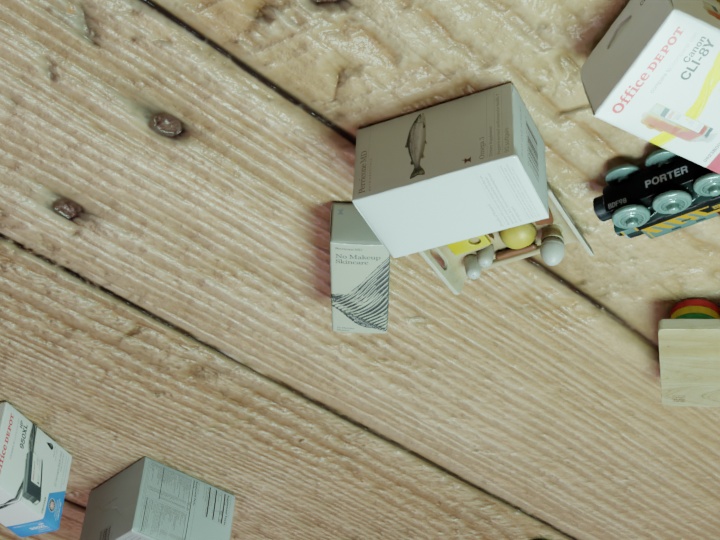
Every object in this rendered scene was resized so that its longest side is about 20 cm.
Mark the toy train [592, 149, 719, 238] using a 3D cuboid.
[{"bbox_3d":[0.380,-0.093,1.458,0.199,0.086,0.114,-22,145,30],"label":"toy train"}]

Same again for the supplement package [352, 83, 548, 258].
[{"bbox_3d":[0.104,-0.113,1.420,0.199,0.117,0.117,-15,140,22],"label":"supplement package"}]

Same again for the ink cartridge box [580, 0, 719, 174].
[{"bbox_3d":[0.354,-0.200,1.289,0.199,0.084,0.145,20,126,-20],"label":"ink cartridge box"}]

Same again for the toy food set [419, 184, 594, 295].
[{"bbox_3d":[0.179,-0.036,1.561,0.199,0.061,0.144,-18,138,25],"label":"toy food set"}]

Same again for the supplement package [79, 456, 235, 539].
[{"bbox_3d":[-0.364,0.462,2.191,0.199,0.148,0.191,30,136,-29],"label":"supplement package"}]

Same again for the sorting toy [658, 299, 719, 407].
[{"bbox_3d":[0.520,0.110,1.709,0.199,0.070,0.199,0,143,16],"label":"sorting toy"}]

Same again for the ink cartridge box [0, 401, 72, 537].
[{"bbox_3d":[-0.577,0.332,2.038,0.084,0.145,0.200,-13,140,19],"label":"ink cartridge box"}]

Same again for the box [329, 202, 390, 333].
[{"bbox_3d":[0.000,0.000,1.616,0.082,0.069,0.200,1,143,3],"label":"box"}]
